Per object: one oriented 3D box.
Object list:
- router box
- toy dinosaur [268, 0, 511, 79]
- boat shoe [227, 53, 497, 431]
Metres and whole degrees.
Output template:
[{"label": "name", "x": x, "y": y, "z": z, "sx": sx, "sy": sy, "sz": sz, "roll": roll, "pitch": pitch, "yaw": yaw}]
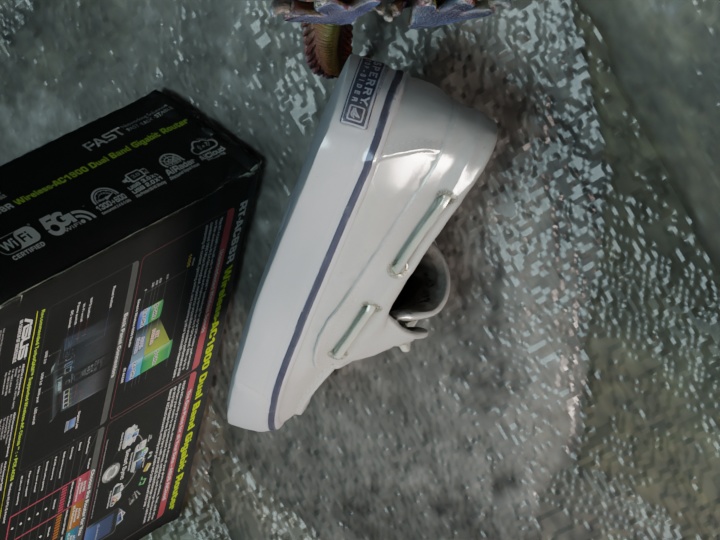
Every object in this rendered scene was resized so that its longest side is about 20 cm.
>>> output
[{"label": "router box", "x": -0.125, "y": 0.044, "z": 1.088, "sx": 0.062, "sy": 0.150, "sz": 0.200, "roll": 37, "pitch": 133, "yaw": 24}, {"label": "toy dinosaur", "x": -0.010, "y": -0.171, "z": 0.909, "sx": 0.200, "sy": 0.105, "sz": 0.182, "roll": -22, "pitch": 75, "yaw": 61}, {"label": "boat shoe", "x": 0.000, "y": 0.000, "z": 1.008, "sx": 0.066, "sy": 0.072, "sz": 0.200, "roll": 19, "pitch": 138, "yaw": -3}]
